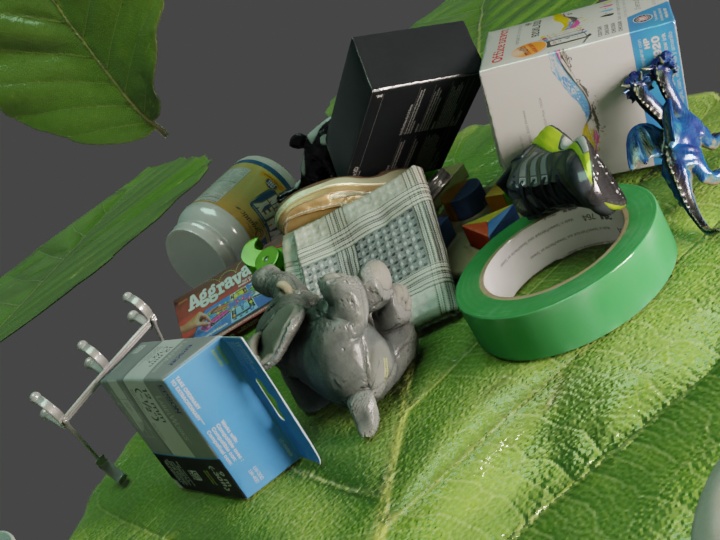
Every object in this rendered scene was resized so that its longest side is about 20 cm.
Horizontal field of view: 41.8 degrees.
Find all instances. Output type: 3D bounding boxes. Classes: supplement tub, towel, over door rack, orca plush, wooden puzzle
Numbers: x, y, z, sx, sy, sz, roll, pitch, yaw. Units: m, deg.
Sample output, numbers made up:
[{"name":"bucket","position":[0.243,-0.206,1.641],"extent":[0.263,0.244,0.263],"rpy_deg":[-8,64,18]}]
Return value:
[{"name":"supplement tub","position":[-0.193,-0.069,1.460],"extent":[0.143,0.146,0.200],"rpy_deg":[-13,28,45]},{"name":"towel","position":[0.000,0.000,1.018],"extent":[0.198,0.034,0.195],"rpy_deg":[-26,56,22]},{"name":"over door rack","position":[-0.263,0.126,1.015],"extent":[0.066,0.201,0.148],"rpy_deg":[30,67,24]},{"name":"orca plush","position":[-0.060,-0.127,1.266],"extent":[0.199,0.104,0.072],"rpy_deg":[-31,44,48]},{"name":"wooden puzzle","position":[0.130,-0.057,1.068],"extent":[0.198,0.047,0.186],"rpy_deg":[-13,28,46]}]

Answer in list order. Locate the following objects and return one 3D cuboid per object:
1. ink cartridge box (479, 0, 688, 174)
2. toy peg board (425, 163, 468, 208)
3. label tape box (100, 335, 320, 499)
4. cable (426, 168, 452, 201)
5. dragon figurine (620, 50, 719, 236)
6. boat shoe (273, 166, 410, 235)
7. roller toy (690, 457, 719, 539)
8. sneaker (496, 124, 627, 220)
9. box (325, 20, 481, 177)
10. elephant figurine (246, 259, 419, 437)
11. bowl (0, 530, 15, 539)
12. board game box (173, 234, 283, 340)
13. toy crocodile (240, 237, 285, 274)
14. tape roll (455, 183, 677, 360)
[{"name":"ink cartridge box","position":[0.240,-0.192,1.007],"extent":[0.197,0.147,0.148],"rpy_deg":[-11,27,19]},{"name":"toy peg board","position":[0.008,-0.103,1.294],"extent":[0.198,0.099,0.200],"rpy_deg":[-8,31,51]},{"name":"label tape box","position":[-0.144,0.139,0.886],"extent":[0.066,0.145,0.198],"rpy_deg":[-43,21,-32]},{"name":"cable","position":[0.042,-0.027,1.088],"extent":[0.200,0.050,0.097],"rpy_deg":[-44,-11,1]},{"name":"dragon figurine","position":[0.279,-0.113,0.854],"extent":[0.059,0.099,0.202],"rpy_deg":[-38,27,46]},{"name":"boat shoe","position":[-0.003,-0.069,1.127],"extent":[0.197,0.072,0.077],"rpy_deg":[-17,59,-14]},{"name":"roller toy","position":[0.227,0.120,0.349],"extent":[0.182,0.141,0.199],"rpy_deg":[-38,20,-14]},{"name":"sneaker","position":[0.182,-0.077,0.872],"extent":[0.081,0.074,0.200],"rpy_deg":[-38,12,5]},{"name":"box","position":[0.046,-0.189,1.101],"extent":[0.139,0.080,0.201],"rpy_deg":[-15,-22,-19]},{"name":"elephant figurine","position":[-0.051,0.071,0.932],"extent":[0.197,0.144,0.155],"rpy_deg":[-10,14,35]},{"name":"bowl","position":[-0.367,0.340,0.844],"extent":[0.199,0.091,0.202],"rpy_deg":[-30,19,11]},{"name":"board game box","position":[-0.160,0.033,1.281],"extent":[0.198,0.019,0.104],"rpy_deg":[-31,50,8]},{"name":"toy crocodile","position":[-0.069,-0.011,1.196],"extent":[0.197,0.068,0.063],"rpy_deg":[-4,58,34]},{"name":"tape roll","position":[0.182,-0.002,0.851],"extent":[0.198,0.049,0.201],"rpy_deg":[-30,19,11]}]
